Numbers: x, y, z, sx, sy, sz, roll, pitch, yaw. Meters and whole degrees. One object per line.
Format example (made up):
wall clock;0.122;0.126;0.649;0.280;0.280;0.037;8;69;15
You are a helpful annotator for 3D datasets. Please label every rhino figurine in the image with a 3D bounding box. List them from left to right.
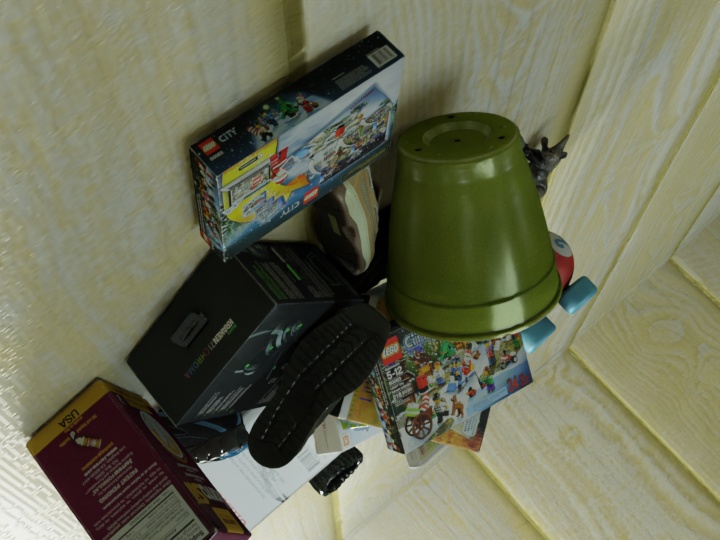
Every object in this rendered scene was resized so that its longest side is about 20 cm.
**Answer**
rhino figurine;0.237;-0.119;1.409;0.200;0.060;0.087;-55;177;30

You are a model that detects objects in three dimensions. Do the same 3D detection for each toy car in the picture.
toy car;0.249;0.002;1.470;0.177;0.184;0.200;-42;168;-4

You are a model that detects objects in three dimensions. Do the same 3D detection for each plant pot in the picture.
plant pot;0.113;-0.059;1.056;0.200;0.200;0.194;-31;127;-32

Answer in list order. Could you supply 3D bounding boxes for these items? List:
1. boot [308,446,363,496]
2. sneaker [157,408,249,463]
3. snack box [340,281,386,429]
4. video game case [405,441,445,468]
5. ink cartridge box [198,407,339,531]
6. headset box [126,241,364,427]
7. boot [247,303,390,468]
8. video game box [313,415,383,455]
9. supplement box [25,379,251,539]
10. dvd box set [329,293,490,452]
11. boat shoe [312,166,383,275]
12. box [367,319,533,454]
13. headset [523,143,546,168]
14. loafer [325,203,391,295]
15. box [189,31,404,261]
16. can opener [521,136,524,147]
boot;-0.107;0.260;1.368;0.211;0.158;0.080;-28;159;-40
sneaker;-0.232;0.204;1.147;0.199;0.082;0.073;-19;166;-11
snack box;0.027;0.098;1.234;0.053;0.143;0.200;-14;-175;32
video game case;0.090;0.130;1.252;0.022;0.183;0.200;-11;-174;30
ink cartridge box;-0.132;0.222;1.254;0.200;0.083;0.145;-39;119;-10
headset box;-0.120;0.062;1.021;0.174;0.093;0.200;-50;160;19
boot;-0.042;0.114;1.070;0.200;0.077;0.138;-47;177;6
video game box;-0.006;0.124;1.266;0.047;0.183;0.200;-10;-179;33
supplement box;-0.222;0.224;0.994;0.103;0.200;0.131;-41;162;-5
dvd box set;0.072;0.123;1.155;0.029;0.199;0.147;2;-105;63
boat shoe;-0.004;-0.064;1.036;0.076;0.072;0.200;-50;164;-18
box;0.100;0.104;1.122;0.200;0.137;0.038;-24;-165;-29
headset;0.181;-0.087;1.313;0.123;0.094;0.201;-24;140;-45
loafer;0.000;0.000;1.161;0.200;0.068;0.071;-41;145;-19
box;-0.053;-0.106;0.855;0.200;0.038;0.137;-36;160;-22
can opener;0.134;-0.097;1.246;0.053;0.067;0.200;9;127;-51
